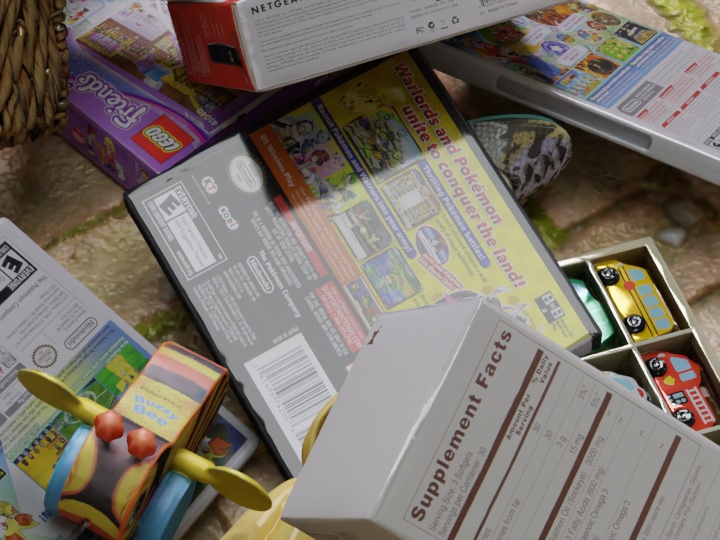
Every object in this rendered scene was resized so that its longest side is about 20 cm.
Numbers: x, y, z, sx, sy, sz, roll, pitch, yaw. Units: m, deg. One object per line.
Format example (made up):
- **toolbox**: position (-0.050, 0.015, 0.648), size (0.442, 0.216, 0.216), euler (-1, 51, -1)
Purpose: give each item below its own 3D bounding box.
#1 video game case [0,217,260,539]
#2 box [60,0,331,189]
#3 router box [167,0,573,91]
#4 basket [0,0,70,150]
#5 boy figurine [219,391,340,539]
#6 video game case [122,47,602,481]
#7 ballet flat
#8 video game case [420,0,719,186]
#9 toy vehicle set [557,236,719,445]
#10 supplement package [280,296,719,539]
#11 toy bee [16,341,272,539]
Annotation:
- **video game case**: position (-0.170, 0.088, 1.369), size (0.182, 0.022, 0.200), euler (41, 46, 2)
- **box**: position (-0.133, -0.133, 1.598), size (0.137, 0.039, 0.200), euler (-36, 61, -28)
- **router box**: position (0.009, -0.148, 1.485), size (0.199, 0.049, 0.179), euler (-18, 10, -13)
- **basket**: position (-0.273, -0.140, 1.476), size (0.199, 0.144, 0.149), euler (16, 25, 38)
- **boy figurine**: position (-0.013, 0.150, 1.336), size (0.124, 0.065, 0.201), euler (18, 67, 8)
- **video game case**: position (0.000, 0.000, 1.447), size (0.180, 0.026, 0.201), euler (-29, 71, -9)
- **ballet flat**: position (0.022, -0.034, 1.504), size (0.199, 0.072, 0.072), euler (-9, 51, -1)
- **video game case**: position (0.146, -0.111, 1.567), size (0.199, 0.018, 0.143), euler (24, 30, 16)
- **toy vehicle set**: position (0.134, 0.077, 1.444), size (0.123, 0.027, 0.201), euler (-15, 53, -13)
- **supplement package**: position (0.086, 0.112, 1.284), size (0.199, 0.117, 0.118), euler (31, 75, -17)
- **toy bee**: position (-0.104, 0.095, 1.306), size (0.130, 0.109, 0.201), euler (12, 45, -10)
